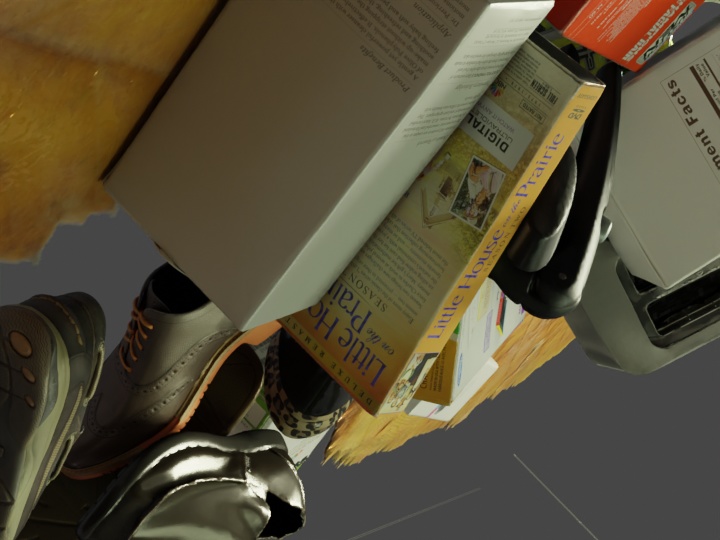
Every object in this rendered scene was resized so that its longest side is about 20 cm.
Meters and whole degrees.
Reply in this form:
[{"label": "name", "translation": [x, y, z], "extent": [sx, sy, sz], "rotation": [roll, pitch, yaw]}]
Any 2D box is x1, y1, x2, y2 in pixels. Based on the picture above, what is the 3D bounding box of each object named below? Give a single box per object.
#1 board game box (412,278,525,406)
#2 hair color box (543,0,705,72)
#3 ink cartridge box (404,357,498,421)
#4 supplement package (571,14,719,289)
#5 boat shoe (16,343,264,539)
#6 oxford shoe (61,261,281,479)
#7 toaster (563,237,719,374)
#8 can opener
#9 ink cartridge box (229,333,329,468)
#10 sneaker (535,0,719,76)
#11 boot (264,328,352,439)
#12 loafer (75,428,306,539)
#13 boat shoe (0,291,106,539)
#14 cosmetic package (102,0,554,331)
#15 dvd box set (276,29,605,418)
[{"label": "board game box", "translation": [0.066, -0.024, 0.940], "extent": [0.200, 0.040, 0.154], "rotation": [-33, 131, -70]}, {"label": "hair color box", "translation": [0.111, -0.172, 0.872], "extent": [0.064, 0.111, 0.200], "rotation": [-48, 165, 16]}, {"label": "ink cartridge box", "translation": [0.032, 0.051, 1.259], "extent": [0.068, 0.115, 0.200], "rotation": [-46, 165, 4]}, {"label": "supplement package", "translation": [0.232, -0.093, 1.010], "extent": [0.199, 0.120, 0.121], "rotation": [-32, -176, 2]}, {"label": "boat shoe", "translation": [-0.147, 0.114, 1.034], "extent": [0.200, 0.072, 0.065], "rotation": [-42, 178, -16]}, {"label": "oxford shoe", "translation": [-0.117, 0.038, 0.943], "extent": [0.200, 0.071, 0.073], "rotation": [-45, 140, 6]}, {"label": "toaster", "translation": [0.202, -0.037, 1.141], "extent": [0.199, 0.182, 0.119], "rotation": [-27, -178, -1]}, {"label": "can opener", "translation": [0.112, -0.053, 0.876], "extent": [0.079, 0.063, 0.200], "rotation": [-52, -171, 43]}, {"label": "ink cartridge box", "translation": [-0.080, 0.107, 1.182], "extent": [0.148, 0.076, 0.200], "rotation": [-29, 160, -49]}, {"label": "sneaker", "translation": [0.176, -0.163, 1.150], "extent": [0.200, 0.076, 0.075], "rotation": [-45, 168, 8]}, {"label": "boot", "translation": [0.000, 0.000, 1.018], "extent": [0.151, 0.073, 0.201], "rotation": [122, -15, -52]}, {"label": "loafer", "translation": [-0.088, 0.140, 0.973], "extent": [0.073, 0.071, 0.200], "rotation": [-49, 160, 24]}, {"label": "boat shoe", "translation": [-0.178, 0.088, 0.854], "extent": [0.073, 0.075, 0.200], "rotation": [-29, 160, -47]}, {"label": "cosmetic package", "translation": [-0.018, -0.081, 0.765], "extent": [0.200, 0.108, 0.085], "rotation": [-50, 165, 26]}, {"label": "dvd box set", "translation": [0.016, -0.049, 0.821], "extent": [0.029, 0.146, 0.201], "rotation": [3, 123, -52]}]
